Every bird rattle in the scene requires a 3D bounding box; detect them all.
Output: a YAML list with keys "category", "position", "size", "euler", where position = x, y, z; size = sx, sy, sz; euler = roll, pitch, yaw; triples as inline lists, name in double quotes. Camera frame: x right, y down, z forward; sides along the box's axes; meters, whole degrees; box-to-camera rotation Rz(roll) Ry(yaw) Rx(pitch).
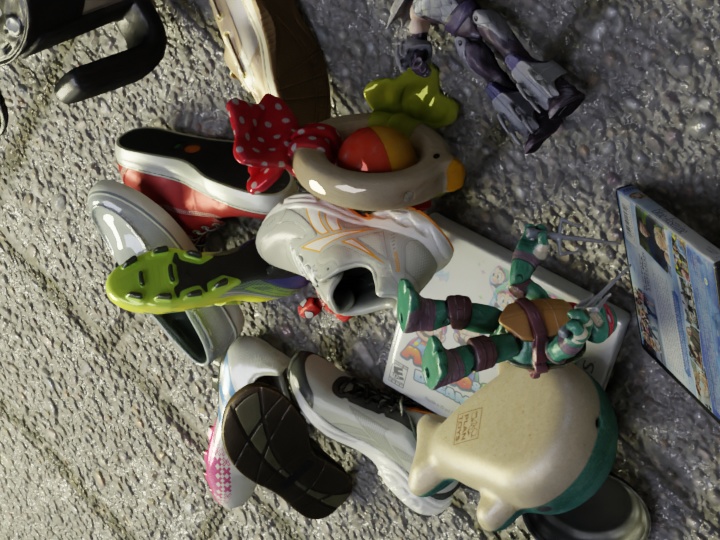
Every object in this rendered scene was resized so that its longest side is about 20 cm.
- category: "bird rattle"
  position: [-0.003, -0.101, 1.301]
  size: [0.163, 0.198, 0.114]
  euler: [45, 133, 51]

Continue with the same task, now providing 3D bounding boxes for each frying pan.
- category: "frying pan"
  position: [0.219, 0.238, 1.417]
  size: [0.114, 0.031, 0.190]
  euler: [-25, 117, 32]

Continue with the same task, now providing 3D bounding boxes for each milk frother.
- category: "milk frother"
  position: [-0.296, -0.229, 1.451]
  size: [0.199, 0.188, 0.182]
  euler: [-8, 106, 38]

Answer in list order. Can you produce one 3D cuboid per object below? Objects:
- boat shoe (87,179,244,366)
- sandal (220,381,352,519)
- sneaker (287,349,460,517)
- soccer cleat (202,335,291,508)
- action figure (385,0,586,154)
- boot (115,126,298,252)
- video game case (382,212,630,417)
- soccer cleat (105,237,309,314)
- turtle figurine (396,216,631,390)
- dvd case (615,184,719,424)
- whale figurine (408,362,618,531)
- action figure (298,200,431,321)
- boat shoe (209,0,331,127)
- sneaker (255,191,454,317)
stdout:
- category: "boat shoe"
  position: [-0.189, 0.006, 1.496]
  size: [0.070, 0.072, 0.201]
  euler: [-21, 115, 46]
- category: "sandal"
  position: [-0.073, 0.168, 1.535]
  size: [0.200, 0.082, 0.055]
  euler: [46, -175, -44]
- category: "sneaker"
  position: [0.019, 0.137, 1.492]
  size: [0.200, 0.074, 0.080]
  euler: [38, 120, 6]
- category: "soccer cleat"
  position: [-0.106, 0.161, 1.586]
  size: [0.086, 0.070, 0.202]
  euler: [19, 122, 25]
- category: "action figure"
  position: [0.091, -0.190, 1.275]
  size: [0.200, 0.069, 0.130]
  euler: [48, 136, 10]
- category: "boot"
  position: [-0.138, -0.047, 1.513]
  size: [0.198, 0.072, 0.146]
  euler: [16, 127, 30]
- category: "video game case"
  position: [0.122, 0.070, 1.408]
  size: [0.199, 0.024, 0.183]
  euler: [29, 126, 22]
- category: "soccer cleat"
  position: [-0.134, 0.014, 1.462]
  size: [0.084, 0.198, 0.065]
  euler: [112, 141, -55]
- category: "turtle figurine"
  position: [0.135, 0.036, 1.258]
  size: [0.150, 0.198, 0.102]
  euler: [-129, 33, -59]
- category: "dvd case"
  position: [0.244, 0.028, 1.214]
  size: [0.017, 0.200, 0.144]
  euler: [-16, 111, -7]
- category: "whale figurine"
  position: [0.131, 0.150, 1.355]
  size: [0.103, 0.161, 0.199]
  euler: [31, 145, -34]
- category: "action figure"
  position: [0.000, 0.000, 1.435]
  size: [0.200, 0.051, 0.066]
  euler: [-38, 80, 51]
- category: "boat shoe"
  position: [-0.085, -0.195, 1.399]
  size: [0.069, 0.073, 0.202]
  euler: [-15, 94, 42]
- category: "sneaker"
  position: [-0.023, -0.007, 1.339]
  size: [0.199, 0.092, 0.076]
  euler: [3, 138, 42]
